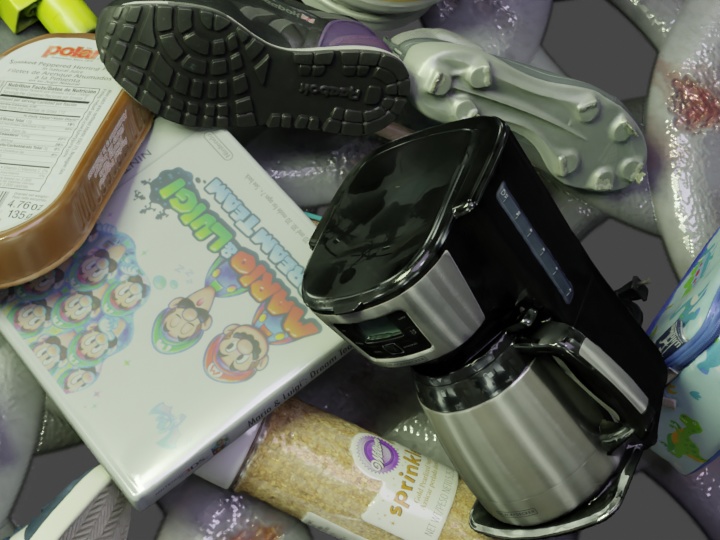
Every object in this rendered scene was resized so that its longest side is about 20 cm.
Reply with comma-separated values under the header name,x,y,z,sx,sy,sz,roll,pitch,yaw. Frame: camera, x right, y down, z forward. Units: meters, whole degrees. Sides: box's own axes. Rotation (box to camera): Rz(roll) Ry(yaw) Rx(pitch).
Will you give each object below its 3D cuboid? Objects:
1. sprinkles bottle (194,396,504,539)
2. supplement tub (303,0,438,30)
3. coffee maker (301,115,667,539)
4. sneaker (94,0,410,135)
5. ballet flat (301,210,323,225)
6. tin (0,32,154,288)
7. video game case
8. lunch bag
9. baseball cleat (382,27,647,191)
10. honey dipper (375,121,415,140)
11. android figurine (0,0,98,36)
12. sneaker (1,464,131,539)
name,x,y,z,sx,sy,sz,roll,pitch,yaw
sprinkles bottle,0.000,0.128,1.009,0.199,0.068,0.069,26,63,-5
supplement tub,0.026,-0.257,1.097,0.144,0.200,0.147,6,67,-14
coffee maker,0.071,0.018,0.953,0.200,0.134,0.193,53,23,-27
sneaker,-0.073,-0.135,1.053,0.198,0.076,0.088,10,31,-28
ballet flat,0.000,0.000,1.068,0.198,0.071,0.071,8,65,-11
tin,-0.194,-0.070,1.012,0.111,0.042,0.201,9,47,14
video game case,-0.112,0.012,0.996,0.182,0.024,0.200,-37,63,-13
lunch bag,0.243,0.025,1.073,0.082,0.161,0.200,37,60,4
baseball cleat,0.103,-0.117,1.142,0.199,0.070,0.107,23,17,-32
honey dipper,0.028,-0.088,1.129,0.199,0.038,0.038,22,63,-10
android figurine,-0.213,-0.238,1.118,0.181,0.041,0.201,-34,82,-26
sneaker,-0.204,0.174,0.932,0.084,0.075,0.200,14,44,26
